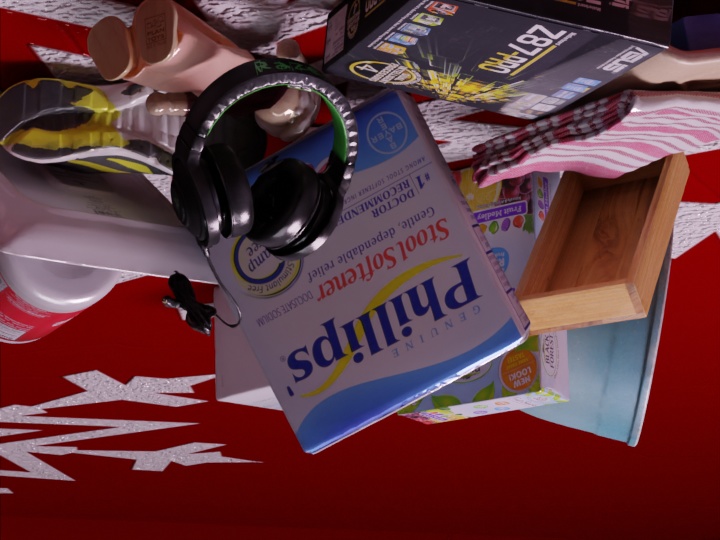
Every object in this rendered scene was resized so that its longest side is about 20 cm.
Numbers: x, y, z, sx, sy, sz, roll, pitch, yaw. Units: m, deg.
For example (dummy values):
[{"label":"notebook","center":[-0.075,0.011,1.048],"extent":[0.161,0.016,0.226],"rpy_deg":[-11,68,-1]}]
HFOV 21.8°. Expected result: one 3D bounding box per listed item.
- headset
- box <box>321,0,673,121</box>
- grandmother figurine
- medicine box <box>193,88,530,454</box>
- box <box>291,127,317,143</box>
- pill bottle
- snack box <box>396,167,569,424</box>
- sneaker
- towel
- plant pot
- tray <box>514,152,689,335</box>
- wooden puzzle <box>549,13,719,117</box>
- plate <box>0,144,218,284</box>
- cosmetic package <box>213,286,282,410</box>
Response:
[{"label":"headset","center":[-0.079,-0.051,1.255],"extent":[0.122,0.202,0.094],"rpy_deg":[9,-158,-31]},{"label":"box","center":[0.079,-0.150,1.161],"extent":[0.159,0.050,0.200],"rpy_deg":[9,169,-18]},{"label":"grandmother figurine","center":[-0.088,-0.133,1.263],"extent":[0.120,0.061,0.199],"rpy_deg":[-6,167,30]},{"label":"medicine box","center":[0.000,0.000,1.353],"extent":[0.181,0.201,0.103],"rpy_deg":[-28,178,7]},{"label":"box","center":[-0.022,-0.025,1.528],"extent":[0.096,0.126,0.200],"rpy_deg":[2,164,-13]},{"label":"pill bottle","center":[-0.284,-0.002,1.601],"extent":[0.111,0.114,0.200],"rpy_deg":[6,163,-27]},{"label":"snack box","center":[0.098,0.016,1.545],"extent":[0.141,0.202,0.053],"rpy_deg":[-13,159,35]},{"label":"sneaker","center":[-0.167,-0.105,1.351],"extent":[0.198,0.075,0.085],"rpy_deg":[6,177,-13]},{"label":"towel","center":[0.184,-0.090,1.288],"extent":[0.145,0.030,0.199],"rpy_deg":[-3,173,-31]},{"label":"plant pot","center":[0.169,0.038,1.660],"extent":[0.186,0.202,0.200],"rpy_deg":[10,166,6]},{"label":"tray","center":[0.191,-0.028,1.454],"extent":[0.098,0.201,0.037],"rpy_deg":[-11,120,28]},{"label":"wooden puzzle","center":[0.245,-0.139,1.247],"extent":[0.198,0.047,0.185],"rpy_deg":[-3,173,-18]},{"label":"plate","center":[-0.215,-0.057,1.385],"extent":[0.198,0.033,0.200],"rpy_deg":[10,-158,-39]},{"label":"cosmetic package","center":[-0.011,0.071,1.883],"extent":[0.198,0.124,0.199],"rpy_deg":[-16,161,42]}]
